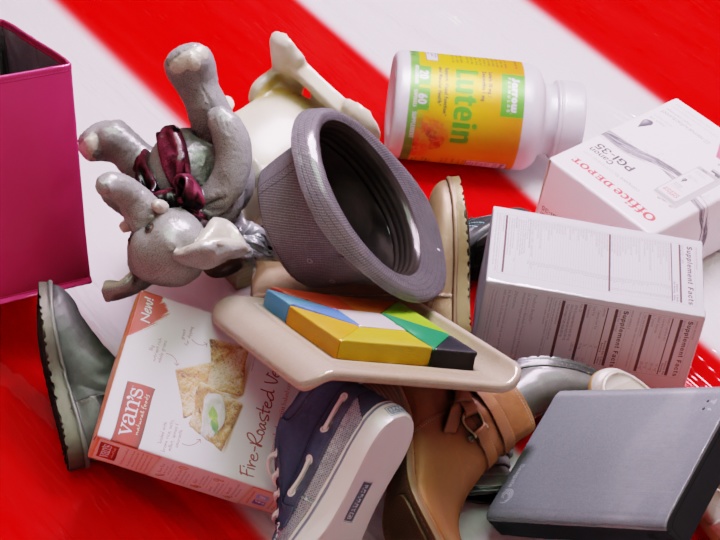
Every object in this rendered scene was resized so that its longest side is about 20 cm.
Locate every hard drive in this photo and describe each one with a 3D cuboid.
[{"bbox_3d":[0.206,0.156,1.444,0.199,0.033,0.140,-7,41,51],"label":"hard drive"}]

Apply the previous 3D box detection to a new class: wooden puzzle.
[{"bbox_3d":[0.004,0.052,1.447,0.198,0.038,0.185,1,17,-30],"label":"wooden puzzle"}]

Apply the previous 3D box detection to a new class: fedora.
[{"bbox_3d":[-0.019,-0.042,1.532,0.090,0.200,0.178,-27,55,24],"label":"fedora"}]

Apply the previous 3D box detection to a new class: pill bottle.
[{"bbox_3d":[0.128,-0.163,1.860,0.198,0.112,0.112,5,41,-5],"label":"pill bottle"}]

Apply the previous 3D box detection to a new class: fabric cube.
[{"bbox_3d":[-0.363,-0.092,1.578,0.195,0.201,0.200,-14,25,-24],"label":"fabric cube"}]

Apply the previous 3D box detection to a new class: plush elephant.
[{"bbox_3d":[-0.161,-0.054,1.504,0.201,0.164,0.155,55,33,-13],"label":"plush elephant"}]

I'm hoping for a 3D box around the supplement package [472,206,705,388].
[{"bbox_3d":[0.207,0.032,1.653,0.198,0.110,0.114,10,40,1],"label":"supplement package"}]

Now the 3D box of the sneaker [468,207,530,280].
[{"bbox_3d":[0.082,-0.025,1.722,0.199,0.076,0.079,-23,48,-32],"label":"sneaker"}]

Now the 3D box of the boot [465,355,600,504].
[{"bbox_3d":[0.123,0.145,1.559,0.198,0.068,0.132,1,53,-10],"label":"boot"}]

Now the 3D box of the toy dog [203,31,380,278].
[{"bbox_3d":[-0.106,-0.093,1.664,0.200,0.194,0.140,-42,84,-16],"label":"toy dog"}]

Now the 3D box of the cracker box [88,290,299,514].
[{"bbox_3d":[-0.109,0.113,1.477,0.198,0.058,0.135,18,62,-9],"label":"cracker box"}]

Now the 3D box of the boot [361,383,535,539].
[{"bbox_3d":[0.080,0.162,1.473,0.154,0.077,0.201,-19,68,-32],"label":"boot"}]

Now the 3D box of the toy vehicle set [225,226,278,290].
[{"bbox_3d":[-0.071,-0.058,1.767,0.199,0.027,0.124,-22,50,-31],"label":"toy vehicle set"}]

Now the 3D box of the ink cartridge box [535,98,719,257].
[{"bbox_3d":[0.297,-0.076,1.815,0.199,0.083,0.146,-26,52,-34],"label":"ink cartridge box"}]

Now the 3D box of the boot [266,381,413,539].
[{"bbox_3d":[-0.041,0.177,1.410,0.090,0.201,0.073,32,0,35],"label":"boot"}]

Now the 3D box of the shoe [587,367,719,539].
[{"bbox_3d":[0.275,0.152,1.535,0.070,0.054,0.200,-30,69,-37],"label":"shoe"}]

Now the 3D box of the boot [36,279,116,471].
[{"bbox_3d":[-0.169,0.079,1.537,0.198,0.073,0.183,-12,74,-14],"label":"boot"}]

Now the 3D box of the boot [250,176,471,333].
[{"bbox_3d":[0.000,0.000,1.620,0.198,0.066,0.177,-1,69,2],"label":"boot"}]
